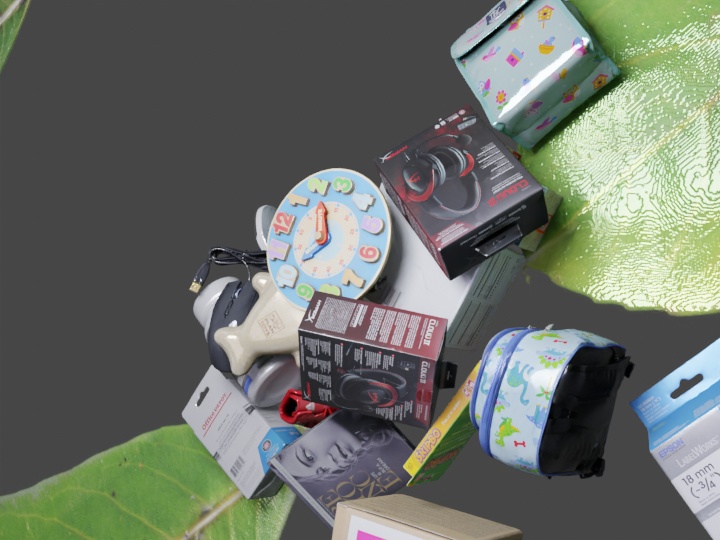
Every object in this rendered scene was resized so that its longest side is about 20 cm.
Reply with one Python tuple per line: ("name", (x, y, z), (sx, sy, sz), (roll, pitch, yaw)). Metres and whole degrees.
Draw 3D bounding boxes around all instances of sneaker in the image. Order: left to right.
("sneaker", (-0.092, -0.035, 1.341), (0.121, 0.084, 0.200), (-31, 70, 29))
("sneaker", (-0.032, 0.201, 1.245), (0.200, 0.115, 0.079), (-21, 71, 30))

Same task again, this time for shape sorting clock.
("shape sorting clock", (-0.047, -0.041, 1.148), (0.200, 0.039, 0.201), (-10, 71, 33))

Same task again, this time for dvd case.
("dvd case", (-0.019, 0.282, 1.237), (0.200, 0.016, 0.149), (-38, 99, 24))

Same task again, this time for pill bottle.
("pill bottle", (-0.177, 0.109, 1.359), (0.114, 0.114, 0.200), (-52, 60, 17))

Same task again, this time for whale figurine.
("whale figurine", (-0.110, 0.075, 1.245), (0.200, 0.104, 0.159), (-33, 83, 4))

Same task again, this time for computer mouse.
("computer mouse", (-0.214, 0.049, 1.306), (0.140, 0.046, 0.200), (11, 74, 24))

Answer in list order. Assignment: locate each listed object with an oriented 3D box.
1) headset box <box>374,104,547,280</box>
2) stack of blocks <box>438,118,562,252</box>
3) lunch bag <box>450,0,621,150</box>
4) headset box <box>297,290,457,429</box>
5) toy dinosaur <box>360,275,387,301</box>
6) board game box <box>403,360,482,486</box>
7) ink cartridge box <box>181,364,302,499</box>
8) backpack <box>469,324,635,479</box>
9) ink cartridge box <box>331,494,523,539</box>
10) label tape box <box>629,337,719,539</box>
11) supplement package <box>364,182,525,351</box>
("headset box", (0.131, -0.095, 1.079), (0.148, 0.075, 0.200), (-30, 54, -2))
("stack of blocks", (0.176, -0.121, 1.188), (0.200, 0.059, 0.115), (31, 100, 33))
("lunch bag", (0.222, -0.297, 1.149), (0.170, 0.122, 0.200), (-39, 55, 26))
("headset box", (0.025, 0.120, 1.104), (0.199, 0.149, 0.075), (11, 46, 11))
("toy dinosaur", (0.000, 0.000, 1.165), (0.088, 0.047, 0.201), (-21, 72, 43))
("board game box", (0.132, 0.206, 1.146), (0.030, 0.095, 0.200), (39, 104, 30))
("ink cartridge box", (-0.189, 0.255, 1.373), (0.200, 0.068, 0.116), (42, 106, 31))
("backpack", (0.219, 0.155, 1.032), (0.147, 0.200, 0.184), (17, 93, 35))
("ink cartridge box", (0.087, 0.356, 1.112), (0.200, 0.165, 0.075), (8, 87, 35))
("label tape box", (0.415, 0.196, 0.976), (0.144, 0.063, 0.200), (-42, 62, 21))
("supplement package", (0.096, -0.004, 1.193), (0.200, 0.111, 0.156), (33, 101, 34))
